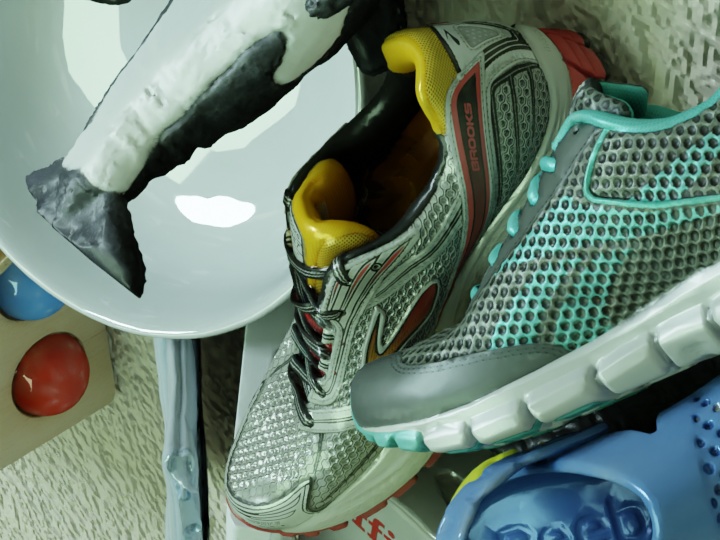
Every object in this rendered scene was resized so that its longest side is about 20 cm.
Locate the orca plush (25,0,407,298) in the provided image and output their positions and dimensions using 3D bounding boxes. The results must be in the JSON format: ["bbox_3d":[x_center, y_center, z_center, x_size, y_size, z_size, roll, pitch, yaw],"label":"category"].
[{"bbox_3d":[-0.012,-0.074,0.789,0.071,0.201,0.105,36,175,-33],"label":"orca plush"}]

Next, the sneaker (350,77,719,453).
[{"bbox_3d":[0.076,-0.010,0.751,0.199,0.077,0.092,-26,83,25],"label":"sneaker"}]

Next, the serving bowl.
[{"bbox_3d":[-0.067,-0.080,0.906,0.199,0.066,0.202,11,112,29],"label":"serving bowl"}]

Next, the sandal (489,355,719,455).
[{"bbox_3d":[0.070,0.044,0.858,0.200,0.076,0.048,30,176,38],"label":"sandal"}]

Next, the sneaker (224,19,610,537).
[{"bbox_3d":[0.000,0.000,0.821,0.201,0.082,0.078,-62,40,23],"label":"sneaker"}]

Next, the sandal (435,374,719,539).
[{"bbox_3d":[0.101,0.069,0.744,0.199,0.087,0.080,-27,82,23],"label":"sandal"}]

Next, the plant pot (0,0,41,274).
[{"bbox_3d":[-0.231,-0.102,1.046,0.200,0.185,0.187,-116,18,-50],"label":"plant pot"}]

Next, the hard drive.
[{"bbox_3d":[-0.037,0.096,0.983,0.026,0.133,0.201,5,143,-1],"label":"hard drive"}]

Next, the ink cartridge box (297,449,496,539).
[{"bbox_3d":[0.049,0.145,0.944,0.145,0.084,0.201,40,144,29],"label":"ink cartridge box"}]

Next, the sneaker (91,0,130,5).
[{"bbox_3d":[-0.046,-0.148,0.757,0.200,0.073,0.088,-39,42,45],"label":"sneaker"}]

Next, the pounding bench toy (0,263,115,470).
[{"bbox_3d":[-0.230,0.031,1.127,0.156,0.199,0.125,30,139,38],"label":"pounding bench toy"}]

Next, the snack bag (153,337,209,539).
[{"bbox_3d":[-0.072,0.078,1.008,0.201,0.021,0.190,-97,5,-51],"label":"snack bag"}]
